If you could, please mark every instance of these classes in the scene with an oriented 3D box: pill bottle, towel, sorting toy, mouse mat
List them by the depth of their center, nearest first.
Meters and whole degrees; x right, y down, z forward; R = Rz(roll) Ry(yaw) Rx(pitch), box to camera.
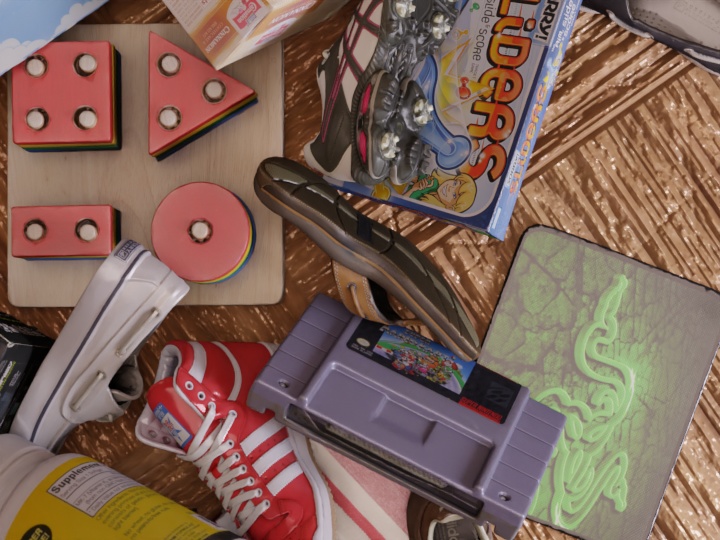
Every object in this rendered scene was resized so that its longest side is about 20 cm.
[{"bbox_3d":[-0.170,0.189,1.186,0.199,0.114,0.115,23,88,23],"label":"pill bottle"},{"bbox_3d":[-0.154,-0.077,1.283,0.197,0.070,0.202,-1,87,2],"label":"sorting toy"},{"bbox_3d":[-0.034,0.207,1.291,0.200,0.023,0.144,-44,89,1],"label":"towel"},{"bbox_3d":[0.158,0.084,1.297,0.160,0.008,0.201,20,89,3],"label":"mouse mat"}]

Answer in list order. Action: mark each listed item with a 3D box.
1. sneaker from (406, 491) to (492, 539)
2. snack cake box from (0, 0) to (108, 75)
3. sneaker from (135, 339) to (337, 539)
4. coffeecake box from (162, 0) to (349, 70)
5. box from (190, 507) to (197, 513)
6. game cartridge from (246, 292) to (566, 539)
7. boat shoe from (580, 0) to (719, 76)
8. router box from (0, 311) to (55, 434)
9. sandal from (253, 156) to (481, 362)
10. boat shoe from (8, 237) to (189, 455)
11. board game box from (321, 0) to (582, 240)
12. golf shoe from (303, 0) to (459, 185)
[{"bbox_3d":[0.073,0.239,1.245,0.070,0.076,0.202,-18,98,-2],"label":"sneaker"},{"bbox_3d":[-0.270,-0.191,1.249,0.200,0.067,0.115,-37,57,-14],"label":"snack cake box"},{"bbox_3d":[-0.086,0.131,1.218,0.112,0.071,0.201,10,48,-32],"label":"sneaker"},{"bbox_3d":[-0.097,-0.253,1.244,0.200,0.153,0.073,52,128,3],"label":"coffeecake box"},{"bbox_3d":[-0.151,0.280,1.266,0.136,0.038,0.202,-17,87,16],"label":"box"},{"bbox_3d":[0.035,0.093,1.241,0.199,0.130,0.039,26,128,6],"label":"game cartridge"},{"bbox_3d":[0.197,-0.199,1.281,0.199,0.060,0.074,34,93,4],"label":"boat shoe"},{"bbox_3d":[-0.288,0.121,1.237,0.062,0.150,0.201,28,88,6],"label":"router box"},{"bbox_3d":[0.000,0.000,1.264,0.199,0.082,0.055,36,110,-13],"label":"sandal"},{"bbox_3d":[-0.179,0.071,1.252,0.065,0.072,0.201,33,112,2],"label":"boat shoe"},{"bbox_3d":[0.067,-0.136,1.273,0.135,0.034,0.202,17,88,25],"label":"board game box"},{"bbox_3d":[0.010,-0.157,1.243,0.088,0.077,0.202,3,75,39],"label":"golf shoe"}]
